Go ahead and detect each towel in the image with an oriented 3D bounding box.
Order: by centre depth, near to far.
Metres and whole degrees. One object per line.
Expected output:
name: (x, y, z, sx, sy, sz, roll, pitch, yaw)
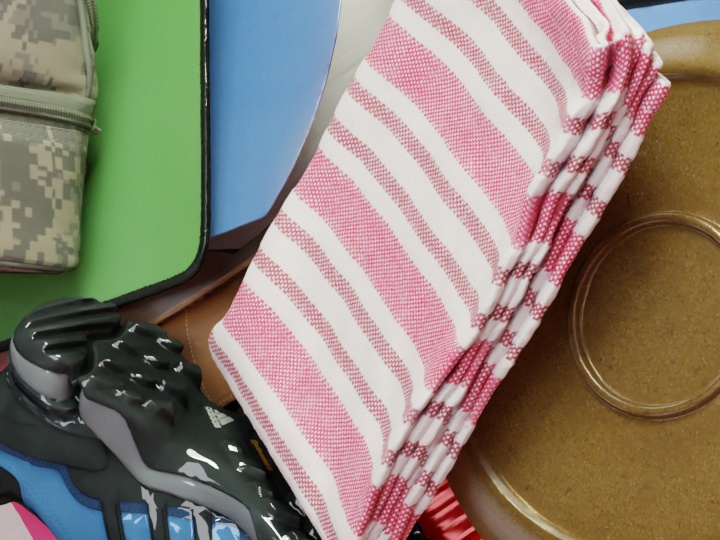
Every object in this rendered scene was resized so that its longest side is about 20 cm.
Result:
towel: (0.015, -0.017, 0.842, 0.200, 0.030, 0.146, -61, 32, 16)

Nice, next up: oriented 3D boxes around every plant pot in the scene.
plant pot: (0.098, 0.015, 0.808, 0.200, 0.027, 0.200, -8, 75, 32)

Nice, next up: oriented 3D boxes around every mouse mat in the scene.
mouse mat: (-0.116, -0.054, 1.003, 0.200, 0.008, 0.161, -19, 67, 48)

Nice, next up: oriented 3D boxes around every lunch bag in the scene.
lunch bag: (-0.191, -0.084, 0.984, 0.200, 0.139, 0.168, 1, 88, 54)

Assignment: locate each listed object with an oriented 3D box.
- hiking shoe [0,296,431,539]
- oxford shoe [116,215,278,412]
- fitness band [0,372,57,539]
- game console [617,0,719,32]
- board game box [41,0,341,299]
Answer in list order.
hiking shoe: (-0.052, 0.094, 0.933, 0.200, 0.074, 0.087, 38, 120, 7)
oxford shoe: (0.000, 0.000, 0.949, 0.200, 0.071, 0.071, -34, 79, 24)
fitness band: (-0.167, 0.119, 1.001, 0.144, 0.037, 0.200, -41, 69, 15)
game console: (0.147, -0.064, 0.851, 0.176, 0.116, 0.200, -10, 66, -18)
board game box: (-0.057, -0.072, 0.987, 0.200, 0.039, 0.158, -20, 58, 46)
